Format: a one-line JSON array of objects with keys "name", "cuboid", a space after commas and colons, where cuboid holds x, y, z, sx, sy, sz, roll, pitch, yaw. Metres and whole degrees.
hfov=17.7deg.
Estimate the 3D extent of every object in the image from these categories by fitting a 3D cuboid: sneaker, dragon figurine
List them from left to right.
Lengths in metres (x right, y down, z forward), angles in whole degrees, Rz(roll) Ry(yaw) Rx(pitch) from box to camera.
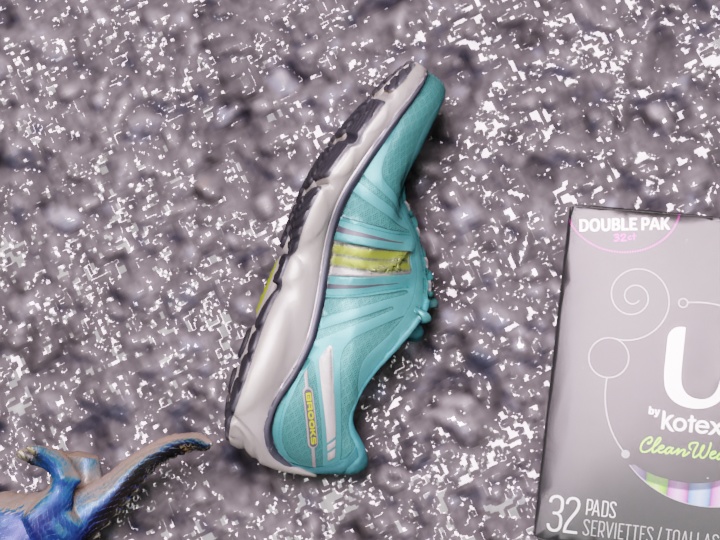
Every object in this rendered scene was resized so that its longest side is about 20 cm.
[{"name": "dragon figurine", "cuboid": [-0.152, 0.135, 1.086, 0.200, 0.059, 0.099, -13, 81, 8]}, {"name": "sneaker", "cuboid": [0.000, 0.000, 1.082, 0.080, 0.078, 0.200, 20, 91, -8]}]

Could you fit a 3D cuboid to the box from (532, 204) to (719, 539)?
[{"name": "box", "cuboid": [0.187, 0.059, 1.005, 0.200, 0.124, 0.149, 5, 84, 12]}]
